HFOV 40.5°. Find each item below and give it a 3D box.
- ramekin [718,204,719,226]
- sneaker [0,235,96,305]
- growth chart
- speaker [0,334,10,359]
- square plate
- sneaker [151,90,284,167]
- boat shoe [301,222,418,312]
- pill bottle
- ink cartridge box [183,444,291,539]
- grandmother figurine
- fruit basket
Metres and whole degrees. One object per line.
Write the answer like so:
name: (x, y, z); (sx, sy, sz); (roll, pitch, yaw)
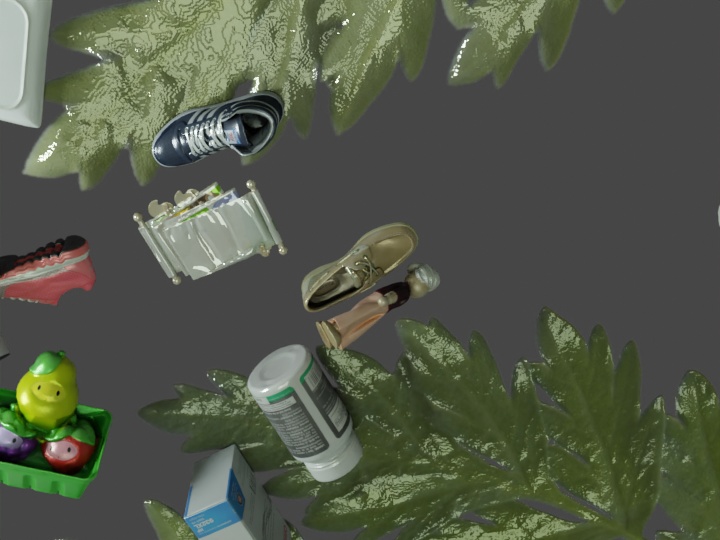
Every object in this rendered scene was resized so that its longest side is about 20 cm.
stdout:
ramekin: (0.607, -0.070, 1.395); (0.200, 0.204, 0.095); (18, 126, -11)
sneaker: (-0.481, 0.021, 1.428); (0.197, 0.074, 0.088); (-16, 116, 4)
growth chart: (-0.222, -0.059, 1.438); (0.197, 0.018, 0.146); (-17, 114, 4)
speaker: (-0.571, 0.045, 1.363); (0.080, 0.081, 0.202); (-25, 91, 8)
square plate: (-0.520, -0.301, 1.303); (0.197, 0.029, 0.201); (10, 114, -9)
sneaker: (-0.199, -0.184, 1.332); (0.197, 0.109, 0.071); (-20, 114, 6)
boat shoe: (0.000, 0.000, 1.453); (0.198, 0.065, 0.073); (-29, 113, 9)
pill bottle: (-0.082, 0.225, 1.524); (0.112, 0.113, 0.201); (-26, 113, 8)
ink cartridge box: (-0.195, 0.411, 1.583); (0.083, 0.146, 0.202); (-25, 114, 9)
grandmother figurine: (0.031, 0.050, 1.454); (0.198, 0.121, 0.061); (-29, 103, -16)
fruit basket: (-0.485, 0.233, 1.494); (0.212, 0.157, 0.218); (1, 132, 1)
